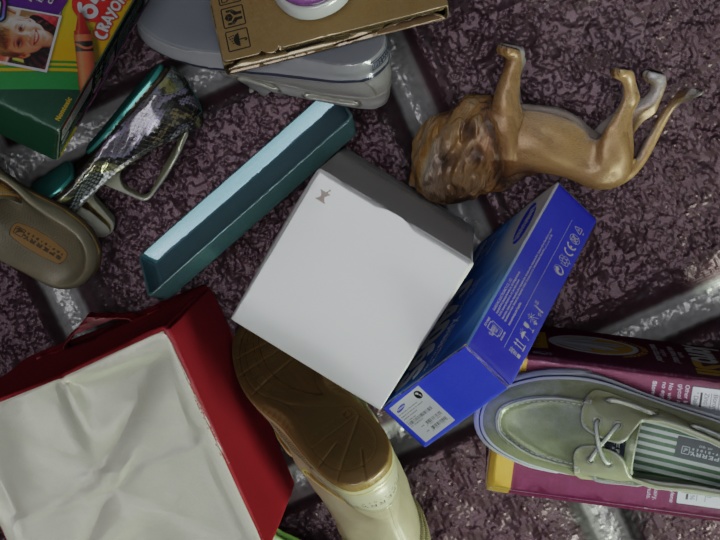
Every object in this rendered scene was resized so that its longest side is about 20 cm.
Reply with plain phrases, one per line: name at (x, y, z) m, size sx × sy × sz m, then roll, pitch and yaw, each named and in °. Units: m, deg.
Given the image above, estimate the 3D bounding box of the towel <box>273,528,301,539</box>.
towel at (-0.065, 0.300, 1.359) m, size 0.149 × 0.031 × 0.200 m, roll 28°, pitch 103°, yaw -27°

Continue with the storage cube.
storage cube at (-0.166, 0.131, 1.301) m, size 0.171 × 0.180 × 0.200 m, roll -22°, pitch 97°, yaw 7°

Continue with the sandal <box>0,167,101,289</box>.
sandal at (-0.278, -0.040, 1.275) m, size 0.200 × 0.054 × 0.080 m, roll 29°, pitch 123°, yaw -11°

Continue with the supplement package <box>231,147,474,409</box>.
supplement package at (0.000, 0.000, 1.260) m, size 0.121 × 0.200 × 0.120 m, roll 32°, pitch 98°, yaw 0°

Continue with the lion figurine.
lion figurine at (0.139, -0.095, 1.303) m, size 0.199 × 0.072 × 0.123 m, roll 10°, pitch 101°, yaw 0°

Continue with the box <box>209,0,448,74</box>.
box at (-0.036, -0.249, 1.274) m, size 0.163 × 0.021 × 0.200 m, roll -14°, pitch 69°, yaw 3°

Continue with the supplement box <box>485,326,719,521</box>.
supplement box at (0.192, 0.107, 1.296) m, size 0.199 × 0.131 × 0.104 m, roll 7°, pitch 98°, yaw 2°

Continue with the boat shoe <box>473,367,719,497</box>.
boat shoe at (0.175, 0.109, 1.201) m, size 0.199 × 0.062 × 0.072 m, roll 8°, pitch 97°, yaw 4°

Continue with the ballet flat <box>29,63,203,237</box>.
ballet flat at (-0.193, -0.065, 1.334) m, size 0.200 × 0.072 × 0.072 m, roll -41°, pitch 93°, yaw 10°

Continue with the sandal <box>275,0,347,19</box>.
sandal at (-0.053, -0.268, 1.245) m, size 0.082 × 0.050 × 0.203 m, roll -24°, pitch 69°, yaw 0°

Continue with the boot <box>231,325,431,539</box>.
boot at (-0.018, 0.131, 1.334) m, size 0.073 × 0.200 × 0.156 m, roll -34°, pitch 136°, yaw -9°

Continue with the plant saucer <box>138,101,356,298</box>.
plant saucer at (-0.082, -0.055, 1.329) m, size 0.200 × 0.070 × 0.019 m, roll -40°, pitch 118°, yaw 8°

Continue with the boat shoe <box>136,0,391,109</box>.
boat shoe at (-0.069, -0.155, 1.308) m, size 0.199 × 0.071 × 0.070 m, roll 11°, pitch 144°, yaw 19°

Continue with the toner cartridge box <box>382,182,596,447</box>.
toner cartridge box at (0.092, 0.028, 1.247) m, size 0.043 × 0.200 × 0.095 m, roll 44°, pitch 131°, yaw -9°

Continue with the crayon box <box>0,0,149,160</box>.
crayon box at (-0.246, -0.204, 1.276) m, size 0.172 × 0.058 × 0.200 m, roll 26°, pitch 67°, yaw -1°
